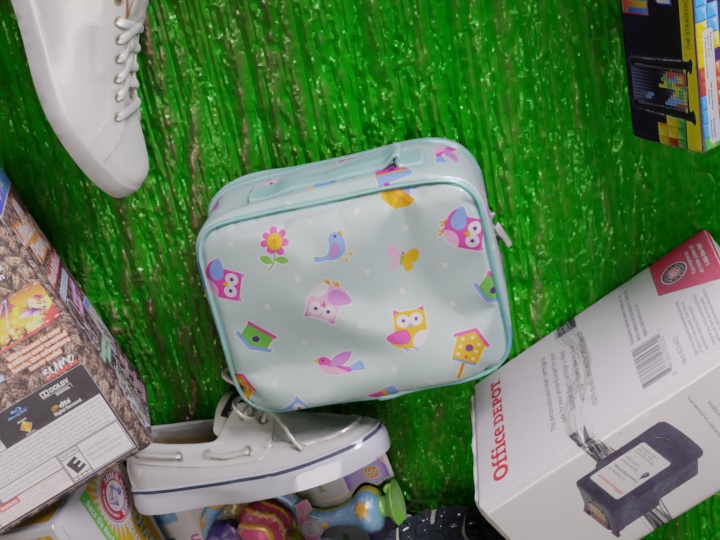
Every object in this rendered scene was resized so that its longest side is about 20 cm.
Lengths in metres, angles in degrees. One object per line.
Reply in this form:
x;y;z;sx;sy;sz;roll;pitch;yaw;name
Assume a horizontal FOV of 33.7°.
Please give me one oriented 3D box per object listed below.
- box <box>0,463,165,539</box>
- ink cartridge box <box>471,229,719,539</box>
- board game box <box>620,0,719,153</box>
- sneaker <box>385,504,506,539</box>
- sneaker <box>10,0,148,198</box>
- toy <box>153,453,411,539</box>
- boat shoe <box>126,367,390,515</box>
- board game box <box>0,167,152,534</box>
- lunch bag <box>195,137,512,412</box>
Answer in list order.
-0.206;0.240;0.884;0.111;0.102;0.202;-15;114;20;box
0.174;0.087;0.767;0.199;0.145;0.084;-37;108;19;ink cartridge box
0.212;-0.187;0.636;0.164;0.057;0.202;-25;118;-28;board game box
0.106;0.222;0.864;0.197;0.078;0.087;-5;126;-7;sneaker
-0.155;-0.142;0.719;0.084;0.073;0.202;-12;113;12;sneaker
-0.062;0.200;0.892;0.198;0.047;0.116;-17;112;11;toy
-0.080;0.111;0.843;0.200;0.075;0.087;-13;98;22;boat shoe
-0.257;0.059;0.787;0.158;0.097;0.201;-30;111;-3;board game box
0.000;0.000;0.776;0.198;0.077;0.162;-11;113;9;lunch bag
